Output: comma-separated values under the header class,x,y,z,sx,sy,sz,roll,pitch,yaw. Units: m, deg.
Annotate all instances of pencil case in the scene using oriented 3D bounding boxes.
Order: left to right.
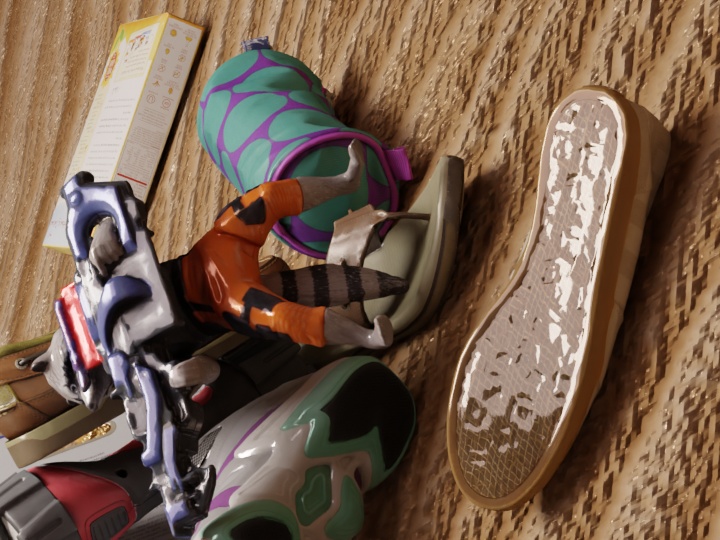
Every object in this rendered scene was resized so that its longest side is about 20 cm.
class,x,y,z,sx,sy,sz,roll,pitch,yaw
pencil case,-0.039,-0.075,1.370,0.200,0.092,0.085,-128,19,-64

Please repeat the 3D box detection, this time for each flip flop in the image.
class,x,y,z,sx,sy,sz,roll,pitch,yaw
flip flop,0.000,0.000,1.248,0.200,0.057,0.081,-38,37,52

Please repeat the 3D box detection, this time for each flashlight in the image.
class,x,y,z,sx,sy,sz,roll,pitch,yaw
flashlight,-0.119,0.101,1.264,0.200,0.068,0.068,-36,2,-27

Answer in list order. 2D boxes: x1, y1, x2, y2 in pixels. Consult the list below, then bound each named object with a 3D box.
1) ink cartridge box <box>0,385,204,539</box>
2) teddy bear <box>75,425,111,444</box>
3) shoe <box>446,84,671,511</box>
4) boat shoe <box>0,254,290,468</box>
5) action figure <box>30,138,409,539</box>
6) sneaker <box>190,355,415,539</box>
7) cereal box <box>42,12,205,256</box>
class,x,y,z,sx,sy,sz,roll,pitch,yaw
ink cartridge box,-0.149,0.156,1.289,0.200,0.196,0.043,-113,5,-53
teddy bear,-0.185,0.171,1.519,0.145,0.067,0.200,-56,25,35
shoe,0.096,0.016,1.031,0.070,0.053,0.201,21,95,36
boat shoe,-0.121,0.032,1.244,0.200,0.068,0.072,-31,4,-30
action figure,-0.074,0.039,1.157,0.193,0.105,0.201,-16,72,13
sneaker,-0.064,0.135,1.187,0.140,0.078,0.200,-15,30,52
cereal box,-0.193,-0.105,1.817,0.144,0.039,0.201,7,78,68
